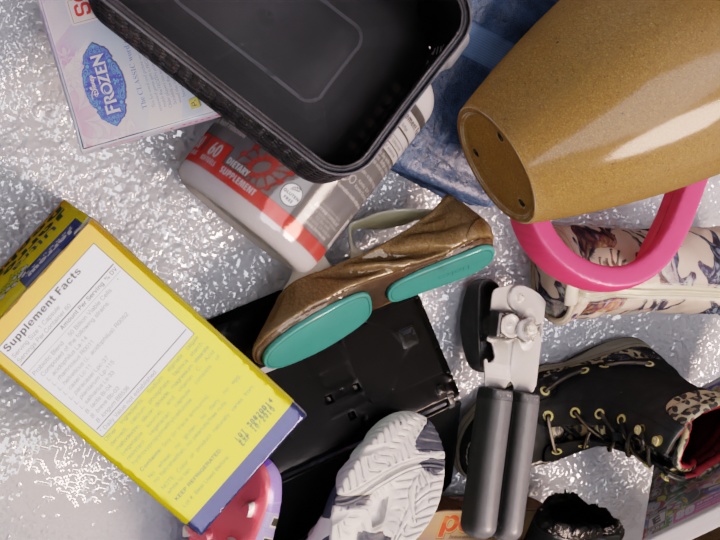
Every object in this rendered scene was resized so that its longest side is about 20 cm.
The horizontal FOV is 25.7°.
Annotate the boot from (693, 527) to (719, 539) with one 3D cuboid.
[{"bbox_3d":[0.316,0.244,1.280,0.155,0.077,0.200,25,117,-32],"label":"boot"}]

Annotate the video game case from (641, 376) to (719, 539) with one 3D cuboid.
[{"bbox_3d":[0.295,0.136,1.254,0.143,0.200,0.018,-33,104,28],"label":"video game case"}]

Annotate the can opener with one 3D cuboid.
[{"bbox_3d":[0.107,0.107,1.218,0.053,0.066,0.200,10,81,-31],"label":"can opener"}]

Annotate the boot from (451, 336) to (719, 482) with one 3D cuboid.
[{"bbox_3d":[0.188,0.125,1.242,0.203,0.154,0.074,-23,114,-20],"label":"boot"}]

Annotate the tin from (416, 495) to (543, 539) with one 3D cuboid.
[{"bbox_3d":[0.088,0.237,1.286,0.200,0.042,0.112,6,110,-32],"label":"tin"}]

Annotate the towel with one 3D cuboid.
[{"bbox_3d":[0.087,-0.152,1.166,0.112,0.049,0.200,23,94,-31],"label":"towel"}]

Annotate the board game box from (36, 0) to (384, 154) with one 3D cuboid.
[{"bbox_3d":[-0.108,-0.195,0.991,0.199,0.041,0.200,-16,92,-8],"label":"board game box"}]

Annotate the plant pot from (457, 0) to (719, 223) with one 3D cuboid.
[{"bbox_3d":[0.176,-0.120,1.106,0.200,0.186,0.187,-31,117,-16],"label":"plant pot"}]

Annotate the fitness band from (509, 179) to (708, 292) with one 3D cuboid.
[{"bbox_3d":[0.192,-0.075,1.204,0.144,0.037,0.200,33,64,-13],"label":"fitness band"}]

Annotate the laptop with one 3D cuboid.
[{"bbox_3d":[-0.025,0.109,1.209,0.177,0.103,0.200,-22,89,-21],"label":"laptop"}]

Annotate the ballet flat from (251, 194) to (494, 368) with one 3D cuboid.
[{"bbox_3d":[0.000,0.000,1.145,0.200,0.072,0.068,-27,156,-10],"label":"ballet flat"}]

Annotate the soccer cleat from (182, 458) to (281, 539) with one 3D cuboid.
[{"bbox_3d":[-0.089,0.204,1.147,0.076,0.067,0.200,-10,134,-40],"label":"soccer cleat"}]

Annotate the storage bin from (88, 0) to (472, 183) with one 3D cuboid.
[{"bbox_3d":[-0.051,-0.158,0.932,0.200,0.094,0.135,38,85,-8],"label":"storage bin"}]

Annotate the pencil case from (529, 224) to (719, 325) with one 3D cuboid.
[{"bbox_3d":[0.228,0.003,1.265,0.200,0.089,0.078,0,106,-27],"label":"pencil case"}]

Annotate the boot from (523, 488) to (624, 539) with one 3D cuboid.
[{"bbox_3d":[0.125,0.261,1.227,0.198,0.073,0.163,0,117,-54],"label":"boot"}]

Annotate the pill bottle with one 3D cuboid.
[{"bbox_3d":[-0.022,-0.108,1.082,0.116,0.116,0.200,41,84,-31],"label":"pill bottle"}]

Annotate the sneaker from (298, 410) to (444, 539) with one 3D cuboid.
[{"bbox_3d":[-0.010,0.198,1.178,0.079,0.130,0.199,17,82,-19],"label":"sneaker"}]

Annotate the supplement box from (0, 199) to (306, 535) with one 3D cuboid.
[{"bbox_3d":[-0.153,0.062,1.048,0.200,0.110,0.109,45,82,-20],"label":"supplement box"}]
